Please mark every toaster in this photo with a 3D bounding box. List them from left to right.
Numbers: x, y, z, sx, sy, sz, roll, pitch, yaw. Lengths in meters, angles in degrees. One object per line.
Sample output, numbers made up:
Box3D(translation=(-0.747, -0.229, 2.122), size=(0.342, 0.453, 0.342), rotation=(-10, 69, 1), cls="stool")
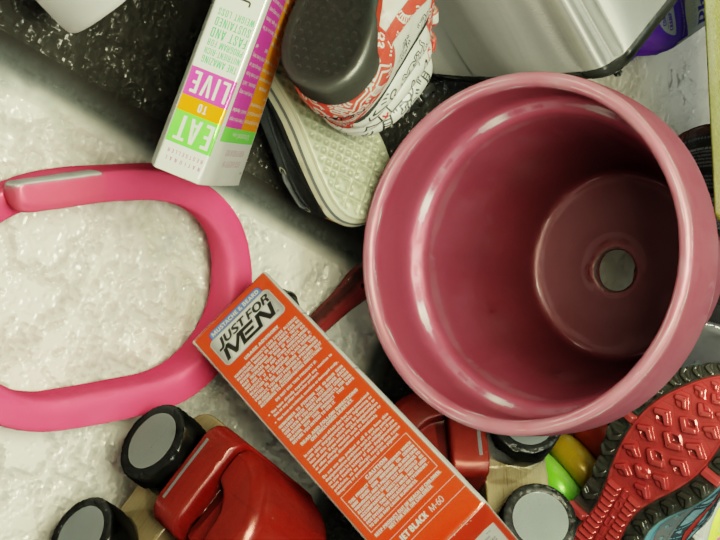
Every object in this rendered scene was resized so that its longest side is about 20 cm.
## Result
Box3D(translation=(0.112, -0.203, 0.953), size=(0.200, 0.180, 0.119), rotation=(-50, 121, -22), cls="toaster")

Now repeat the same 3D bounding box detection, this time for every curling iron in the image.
Box3D(translation=(0.000, 0.000, 0.989), size=(0.199, 0.025, 0.050), rotation=(-34, 130, -29), cls="curling iron")

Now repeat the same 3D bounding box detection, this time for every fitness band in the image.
Box3D(translation=(-0.151, 0.014, 0.872), size=(0.198, 0.037, 0.145), rotation=(-8, 105, -36), cls="fitness band")

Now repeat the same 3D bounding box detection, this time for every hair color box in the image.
Box3D(translation=(0.001, 0.102, 0.871), size=(0.064, 0.200, 0.111), rotation=(-42, 146, -3), cls="hair color box")

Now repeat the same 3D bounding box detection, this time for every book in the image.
Box3D(translation=(-0.054, -0.144, 0.809), size=(0.048, 0.134, 0.202), rotation=(21, 94, -3), cls="book")

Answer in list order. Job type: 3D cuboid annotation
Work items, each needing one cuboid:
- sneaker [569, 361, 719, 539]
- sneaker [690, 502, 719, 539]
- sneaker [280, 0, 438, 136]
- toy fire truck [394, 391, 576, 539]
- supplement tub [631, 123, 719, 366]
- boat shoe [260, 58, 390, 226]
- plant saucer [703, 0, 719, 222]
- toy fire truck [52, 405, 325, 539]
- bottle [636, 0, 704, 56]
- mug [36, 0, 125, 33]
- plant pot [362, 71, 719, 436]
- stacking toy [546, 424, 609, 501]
Box3D(translation=(0.192, 0.129, 0.986), size=(0.095, 0.079, 0.201), rotation=(-13, 142, -50), cls="sneaker")
Box3D(translation=(0.271, 0.182, 1.214), size=(0.090, 0.078, 0.201), rotation=(39, 79, -44), cls="sneaker")
Box3D(translation=(0.020, -0.173, 0.860), size=(0.203, 0.067, 0.108), rotation=(-67, 163, -8), cls="sneaker")
Box3D(translation=(0.021, 0.169, 0.953), size=(0.198, 0.129, 0.178), rotation=(1, 62, -9), cls="toy fire truck")
Box3D(translation=(0.247, -0.005, 1.088), size=(0.107, 0.106, 0.201), rotation=(56, 36, -30), cls="supplement tub")
Box3D(translation=(-0.040, -0.120, 0.921), size=(0.074, 0.062, 0.202), rotation=(-24, 97, -28), cls="boat shoe")
Box3D(translation=(0.241, -0.118, 0.967), size=(0.200, 0.047, 0.202), rotation=(-54, 139, -69), cls="plant saucer")
Box3D(translation=(-0.089, 0.180, 0.812), size=(0.177, 0.199, 0.129), rotation=(-52, 131, -8), cls="toy fire truck")
Box3D(translation=(0.204, -0.196, 1.095), size=(0.199, 0.065, 0.084), rotation=(-34, 118, -29), cls="bottle")
Box3D(translation=(-0.146, -0.249, 0.773), size=(0.175, 0.147, 0.201), rotation=(45, 47, -22), cls="mug")
Box3D(translation=(0.128, -0.007, 0.915), size=(0.178, 0.198, 0.202), rotation=(3, 96, -60), cls="plant pot")
Box3D(translation=(0.136, 0.146, 1.055), size=(0.199, 0.085, 0.086), rotation=(-39, 120, -8), cls="stacking toy")
